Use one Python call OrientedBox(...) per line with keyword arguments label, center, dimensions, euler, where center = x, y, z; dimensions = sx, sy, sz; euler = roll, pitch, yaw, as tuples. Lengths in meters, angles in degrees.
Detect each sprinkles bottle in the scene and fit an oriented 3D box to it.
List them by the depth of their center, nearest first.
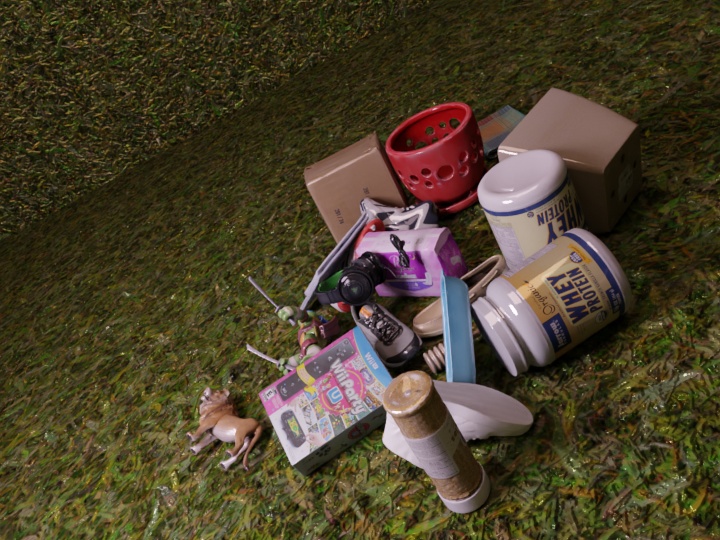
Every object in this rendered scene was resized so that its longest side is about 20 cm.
OrientedBox(label="sprinkles bottle", center=(0.097, 0.216, 0.852), dimensions=(0.068, 0.201, 0.069), euler=(-22, 30, 14))

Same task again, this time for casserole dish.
OrientedBox(label="casserole dish", center=(0.145, 0.099, 1.026), dimensions=(0.038, 0.203, 0.121), euler=(-3, -11, 4))

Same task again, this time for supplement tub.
OrientedBox(label="supplement tub", center=(0.273, 0.048, 1.000), dimensions=(0.199, 0.145, 0.145), euler=(-33, 29, -3))
OrientedBox(label="supplement tub", center=(0.289, -0.077, 1.116), dimensions=(0.143, 0.201, 0.146), euler=(-23, 30, 14))

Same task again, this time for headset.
OrientedBox(label="headset", center=(0.000, 0.000, 1.235), dimensions=(0.198, 0.095, 0.124), euler=(-16, 17, 31))

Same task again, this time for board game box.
OrientedBox(label="board game box", center=(-0.045, 0.205, 1.096), dimensions=(0.199, 0.064, 0.148), euler=(-33, 52, -3))

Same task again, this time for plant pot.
OrientedBox(label="plant pot", center=(0.381, -0.176, 1.206), dimensions=(0.176, 0.201, 0.200), euler=(19, 54, 40))
OrientedBox(label="plant pot", center=(0.177, -0.231, 1.473), dimensions=(0.198, 0.184, 0.201), euler=(-23, 29, 14))

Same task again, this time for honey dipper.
OrientedBox(label="honey dipper", center=(0.193, 0.098, 1.113), dimensions=(0.199, 0.038, 0.038), euler=(-32, 29, -6))

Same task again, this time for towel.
OrientedBox(label="towel", center=(0.333, -0.337, 1.655), dimensions=(0.145, 0.022, 0.201), euler=(-29, 29, 4))

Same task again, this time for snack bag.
OrientedBox(label="snack bag", center=(-0.062, -0.009, 1.403), dimensions=(0.189, 0.021, 0.200), euler=(-54, -2, -32))

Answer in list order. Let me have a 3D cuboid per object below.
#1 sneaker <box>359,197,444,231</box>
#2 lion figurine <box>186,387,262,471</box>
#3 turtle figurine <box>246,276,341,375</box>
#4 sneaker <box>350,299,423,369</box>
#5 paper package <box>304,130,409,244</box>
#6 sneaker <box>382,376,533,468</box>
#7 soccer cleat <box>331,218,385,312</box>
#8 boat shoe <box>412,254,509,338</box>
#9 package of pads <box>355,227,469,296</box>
OrientedBox(label="sneaker", center=(0.098, -0.109, 1.441), dimensions=(0.129, 0.080, 0.199), euler=(-32, 46, -21))
OrientedBox(label="lion figurine", center=(-0.227, 0.279, 1.210), dimensions=(0.198, 0.073, 0.122), euler=(17, 40, 36))
OrientedBox(label="turtle figurine", center=(-0.127, 0.141, 1.242), dimensions=(0.145, 0.198, 0.194), euler=(-60, 29, 18))
OrientedBox(label="sneaker", center=(0.037, 0.105, 1.195), dimensions=(0.074, 0.080, 0.200), euler=(-44, 31, -8))
OrientedBox(label="paper package", center=(-0.004, -0.169, 1.530), dimensions=(0.189, 0.201, 0.104), euler=(-24, 29, 11))
OrientedBox(label="sneaker", center=(0.129, 0.220, 0.950), dimensions=(0.197, 0.117, 0.074), euler=(11, 23, 1))
OrientedBox(label="soccer cleat", center=(-0.011, -0.013, 1.385), dimensions=(0.085, 0.068, 0.202), euler=(11, 78, 53))
OrientedBox(label="boat shoe", center=(0.170, 0.043, 1.184), dimensions=(0.198, 0.065, 0.072), euler=(-31, 29, 5))
OrientedBox(label="package of pads", center=(0.095, -0.014, 1.285), dimensions=(0.198, 0.121, 0.076), euler=(-1, 39, 43))
